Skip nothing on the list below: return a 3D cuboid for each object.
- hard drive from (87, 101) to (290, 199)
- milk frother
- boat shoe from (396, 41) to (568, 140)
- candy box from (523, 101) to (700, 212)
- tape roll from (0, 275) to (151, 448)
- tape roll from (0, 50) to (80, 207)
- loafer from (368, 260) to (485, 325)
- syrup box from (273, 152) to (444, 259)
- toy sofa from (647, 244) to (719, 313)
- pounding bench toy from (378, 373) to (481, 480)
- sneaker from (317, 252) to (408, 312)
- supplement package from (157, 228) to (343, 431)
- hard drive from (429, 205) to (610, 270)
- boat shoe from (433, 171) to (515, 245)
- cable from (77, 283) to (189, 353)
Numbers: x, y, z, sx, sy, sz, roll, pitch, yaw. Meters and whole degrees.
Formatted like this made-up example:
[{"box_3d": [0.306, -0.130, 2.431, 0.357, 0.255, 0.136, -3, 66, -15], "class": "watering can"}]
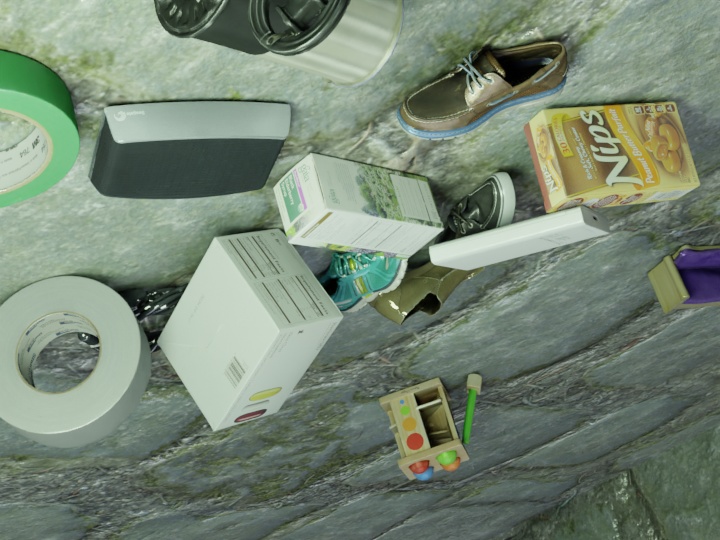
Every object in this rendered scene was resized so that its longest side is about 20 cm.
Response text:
[{"box_3d": [-0.179, -0.125, 1.181, 0.199, 0.042, 0.135, -5, 152, -25], "class": "hard drive"}, {"box_3d": [-0.036, -0.215, 0.911, 0.188, 0.201, 0.180, 8, 141, -43], "class": "milk frother"}, {"box_3d": [0.131, -0.205, 1.201, 0.199, 0.072, 0.072, -22, 152, -14], "class": "boat shoe"}, {"box_3d": [0.310, -0.141, 1.370, 0.199, 0.116, 0.055, -6, 164, -23], "class": "candy box"}, {"box_3d": [-0.359, 0.110, 1.357, 0.199, 0.201, 0.066, -16, 157, -4], "class": "tape roll"}, {"box_3d": [-0.369, -0.127, 1.050, 0.200, 0.048, 0.201, -14, 154, -7], "class": "tape roll"}, {"box_3d": [0.105, 0.026, 1.609, 0.199, 0.068, 0.076, -24, 160, -23], "class": "loafer"}, {"box_3d": [-0.001, -0.075, 1.355, 0.199, 0.079, 0.081, 6, 146, -41], "class": "syrup box"}, {"box_3d": [0.608, 0.013, 1.922, 0.199, 0.083, 0.098, -2, 152, -29], "class": "toy sofa"}, {"box_3d": [0.160, 0.299, 2.126, 0.199, 0.157, 0.124, -20, 155, 5], "class": "pounding bench toy"}, {"box_3d": [0.000, 0.000, 1.520, 0.079, 0.078, 0.200, 12, 143, -32], "class": "sneaker"}, {"box_3d": [-0.143, 0.075, 1.411, 0.111, 0.156, 0.200, -12, 146, -45], "class": "supplement package"}, {"box_3d": [0.203, -0.039, 1.413, 0.199, 0.026, 0.132, -15, 170, 25], "class": "hard drive"}, {"box_3d": [0.145, -0.066, 1.492, 0.066, 0.070, 0.200, -10, 161, -19], "class": "boat shoe"}, {"box_3d": [-0.278, 0.072, 1.506, 0.199, 0.051, 0.163, -17, 153, -6], "class": "cable"}]
